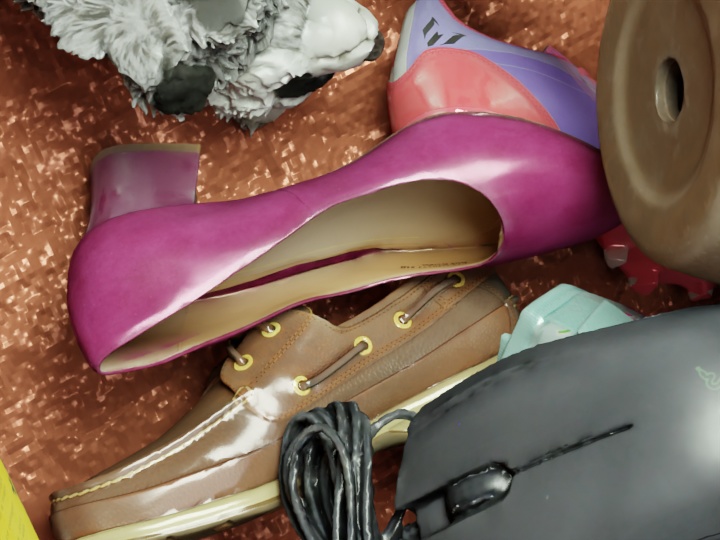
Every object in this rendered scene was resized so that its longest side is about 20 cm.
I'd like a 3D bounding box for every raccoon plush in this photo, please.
[{"bbox_3d":[-0.084,-0.123,0.864,0.200,0.134,0.097,37,91,6],"label":"raccoon plush"}]

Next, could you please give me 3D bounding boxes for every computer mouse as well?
[{"bbox_3d":[0.068,0.071,0.793,0.053,0.200,0.139,42,28,-61],"label":"computer mouse"}]

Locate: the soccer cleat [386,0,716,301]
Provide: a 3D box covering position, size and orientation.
[{"bbox_3d":[0.094,-0.046,0.962,0.200,0.067,0.077,18,58,-34],"label":"soccer cleat"}]

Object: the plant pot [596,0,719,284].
[{"bbox_3d":[0.177,-0.055,0.810,0.175,0.200,0.200,-1,95,-18],"label":"plant pot"}]

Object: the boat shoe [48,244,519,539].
[{"bbox_3d":[-0.028,0.048,0.900,0.200,0.072,0.068,-23,89,-23],"label":"boat shoe"}]

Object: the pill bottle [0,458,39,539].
[{"bbox_3d":[-0.165,0.073,0.761,0.112,0.112,0.200,-37,134,-22],"label":"pill bottle"}]

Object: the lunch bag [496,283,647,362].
[{"bbox_3d":[0.136,0.100,0.892,0.122,0.170,0.200,-47,148,-17],"label":"lunch bag"}]

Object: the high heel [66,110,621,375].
[{"bbox_3d":[0.000,0.000,0.859,0.200,0.096,0.067,-4,137,1],"label":"high heel"}]
